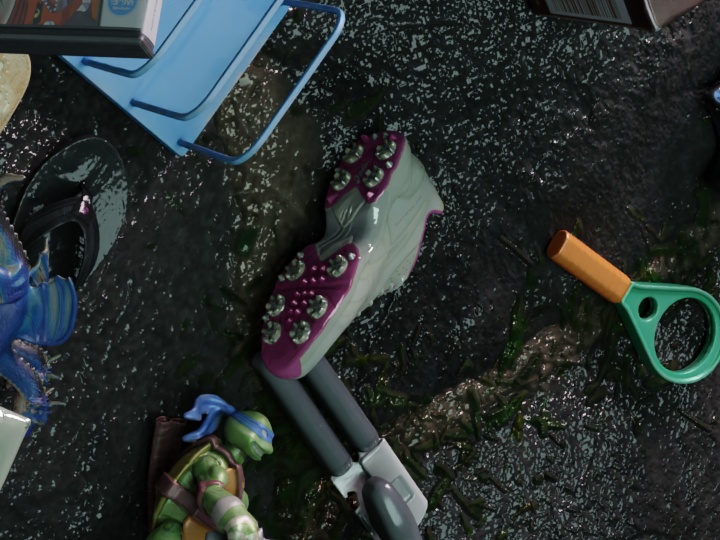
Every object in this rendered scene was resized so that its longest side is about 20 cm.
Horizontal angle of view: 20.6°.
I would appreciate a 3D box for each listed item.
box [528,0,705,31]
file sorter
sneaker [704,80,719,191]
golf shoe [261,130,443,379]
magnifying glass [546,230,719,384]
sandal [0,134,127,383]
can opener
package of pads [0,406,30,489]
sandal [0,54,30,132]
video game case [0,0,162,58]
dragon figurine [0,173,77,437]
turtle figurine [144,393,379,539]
[{"bbox_3d":[0.217,-0.296,1.448,0.199,0.166,0.165,-32,113,-20],"label":"box"},{"bbox_3d":[-0.129,-0.183,1.306,0.200,0.122,0.139,40,80,-29],"label":"file sorter"},{"bbox_3d":[0.324,-0.150,1.592,0.089,0.078,0.202,-1,101,-25],"label":"sneaker"},{"bbox_3d":[0.000,0.000,1.436,0.091,0.075,0.201,42,70,-39],"label":"golf shoe"},{"bbox_3d":[0.225,0.026,1.605,0.199,0.022,0.080,33,84,-29],"label":"magnifying glass"},{"bbox_3d":[-0.216,0.002,1.339,0.075,0.048,0.201,35,84,-30],"label":"sandal"},{"bbox_3d":[-0.007,0.129,1.477,0.053,0.066,0.201,-41,112,-17],"label":"can opener"},{"bbox_3d":[-0.301,0.116,1.086,0.199,0.068,0.156,27,81,-31],"label":"package of pads"},{"bbox_3d":[-0.269,-0.056,1.285,0.077,0.069,0.213,26,87,-30],"label":"sandal"},{"bbox_3d":[-0.206,-0.220,1.203,0.026,0.198,0.183,53,43,-68],"label":"video game case"},{"bbox_3d":[-0.220,0.015,1.280,0.099,0.059,0.201,4,120,-32],"label":"dragon figurine"},{"bbox_3d":[-0.097,0.210,1.391,0.194,0.144,0.200,-46,106,-4],"label":"turtle figurine"}]
